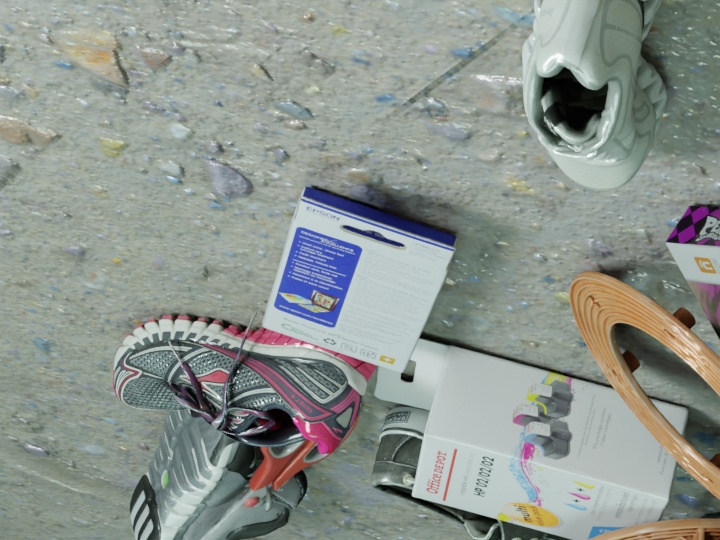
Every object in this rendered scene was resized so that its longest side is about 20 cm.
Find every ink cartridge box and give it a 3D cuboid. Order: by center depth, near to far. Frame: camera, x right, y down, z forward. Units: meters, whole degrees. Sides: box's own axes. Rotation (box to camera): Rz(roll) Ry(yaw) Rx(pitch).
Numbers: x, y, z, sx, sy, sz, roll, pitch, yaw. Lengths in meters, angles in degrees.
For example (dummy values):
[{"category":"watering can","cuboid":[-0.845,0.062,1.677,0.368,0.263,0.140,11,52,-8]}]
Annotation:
[{"category":"ink cartridge box","cuboid":[0.000,0.000,1.617,0.094,0.037,0.200,18,158,-1]},{"category":"ink cartridge box","cuboid":[0.100,0.112,1.745,0.200,0.068,0.115,15,154,4]}]

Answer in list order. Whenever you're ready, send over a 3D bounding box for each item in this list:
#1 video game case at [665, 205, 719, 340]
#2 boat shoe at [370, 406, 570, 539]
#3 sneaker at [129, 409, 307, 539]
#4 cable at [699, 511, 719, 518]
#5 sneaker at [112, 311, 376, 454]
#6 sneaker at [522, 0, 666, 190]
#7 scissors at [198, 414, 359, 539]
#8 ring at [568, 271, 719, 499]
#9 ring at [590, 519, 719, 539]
[{"category":"video game case","cuboid":[0.278,0.050,1.452,0.181,0.036,0.200,6,139,45]},{"category":"boat shoe","cuboid":[0.096,0.162,1.857,0.200,0.064,0.071,25,154,-16]},{"category":"sneaker","cuboid":[-0.084,0.136,1.938,0.115,0.075,0.200,0,149,-26]},{"category":"cable","cuboid":[0.249,0.210,1.870,0.097,0.050,0.200,14,156,-15]},{"category":"sneaker","cuboid":[-0.087,0.076,1.784,0.200,0.075,0.081,-2,149,38]},{"category":"sneaker","cuboid":[0.107,-0.084,1.320,0.075,0.081,0.200,10,156,11]},{"category":"scissors","cuboid":[-0.064,0.152,1.892,0.073,0.014,0.200,-7,145,-35]},{"category":"ring","cuboid":[0.194,0.075,1.566,0.200,0.019,0.200,46,168,13]},{"category":"ring","cuboid":[0.214,0.211,1.764,0.200,0.019,0.201,-1,149,-1]}]
